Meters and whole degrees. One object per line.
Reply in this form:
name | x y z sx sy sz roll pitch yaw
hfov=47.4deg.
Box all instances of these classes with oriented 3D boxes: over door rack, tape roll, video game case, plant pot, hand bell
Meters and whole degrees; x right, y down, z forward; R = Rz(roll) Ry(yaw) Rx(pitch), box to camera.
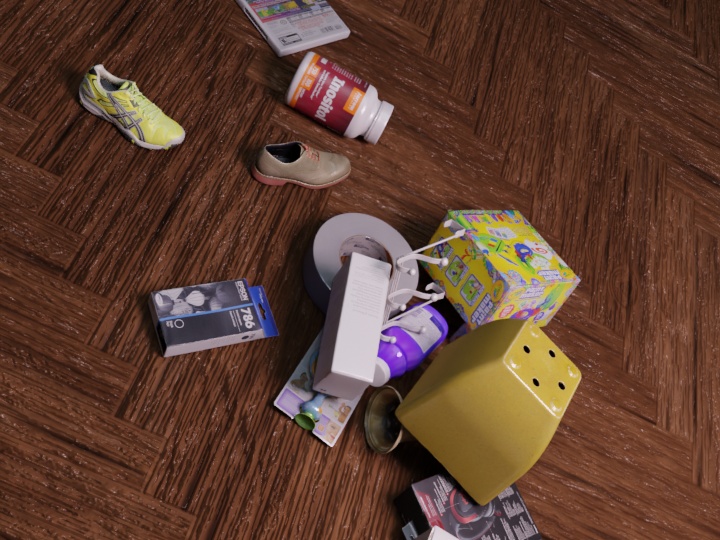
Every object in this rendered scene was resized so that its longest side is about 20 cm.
over door rack | 0.110 0.020 1.335 0.066 0.149 0.200 29 36 21
tape roll | 0.000 0.000 1.436 0.198 0.066 0.202 12 55 -18
video game case | -0.147 -0.549 1.757 0.199 0.023 0.183 -27 74 -35
plant pot | 0.210 0.186 1.222 0.196 0.200 0.194 45 43 1
hand bell | 0.116 0.251 1.327 0.198 0.104 0.105 13 53 -32

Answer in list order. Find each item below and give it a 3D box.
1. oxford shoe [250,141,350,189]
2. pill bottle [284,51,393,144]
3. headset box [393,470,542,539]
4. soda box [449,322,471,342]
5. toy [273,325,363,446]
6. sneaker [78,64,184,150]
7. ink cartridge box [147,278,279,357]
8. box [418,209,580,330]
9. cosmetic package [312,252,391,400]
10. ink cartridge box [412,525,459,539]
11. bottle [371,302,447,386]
oxford shoe | -0.099 -0.199 1.513 0.198 0.075 0.071 -7 61 -30
pill bottle | -0.040 -0.332 1.605 0.198 0.113 0.114 27 51 -6
headset box | 0.155 0.382 1.251 0.198 0.075 0.150 -12 64 -32
soda box | 0.220 0.191 1.417 0.068 0.064 0.202 0 60 -25
toy | -0.041 0.168 1.316 0.115 0.047 0.201 36 51 -2
sneaker | -0.396 -0.280 1.423 0.198 0.077 0.076 28 49 -8
ink cartridge box | -0.227 0.069 1.299 0.198 0.039 0.100 -9 63 -31
box | 0.248 -0.001 1.470 0.198 0.123 0.193 -3 45 -41
cosmetic package | -0.013 0.087 1.277 0.070 0.102 0.202 17 62 -12
ink cartridge box | 0.105 0.441 1.107 0.144 0.200 0.084 31 51 -4
bottle | 0.071 0.126 1.364 0.083 0.066 0.200 41 38 10
